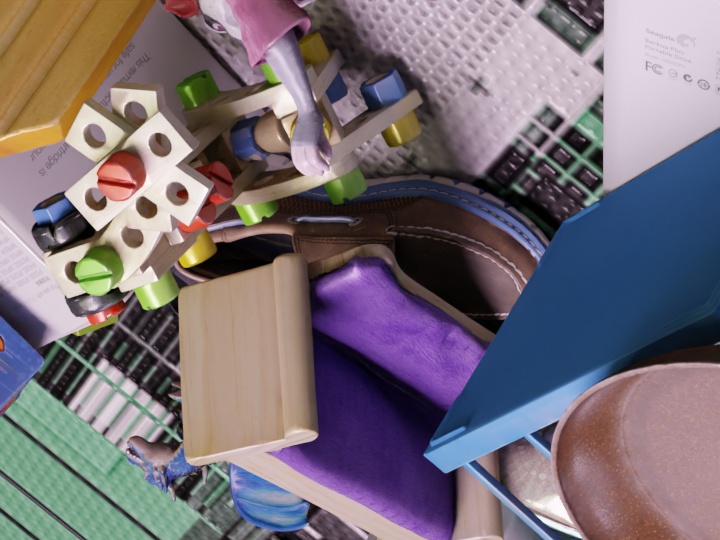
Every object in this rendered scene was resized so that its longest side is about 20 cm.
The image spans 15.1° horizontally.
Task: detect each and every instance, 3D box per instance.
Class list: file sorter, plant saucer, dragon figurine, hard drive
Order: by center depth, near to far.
[{"bbox_3d":[0.166,0.088,0.979,0.199,0.032,0.201,21,146,15],"label":"plant saucer"},{"bbox_3d":[0.149,0.033,1.072,0.123,0.139,0.200,40,147,-12],"label":"file sorter"},{"bbox_3d":[0.161,-0.049,1.107,0.131,0.025,0.201,22,143,23],"label":"hard drive"},{"bbox_3d":[-0.043,0.097,1.443,0.199,0.059,0.100,16,141,30],"label":"dragon figurine"}]

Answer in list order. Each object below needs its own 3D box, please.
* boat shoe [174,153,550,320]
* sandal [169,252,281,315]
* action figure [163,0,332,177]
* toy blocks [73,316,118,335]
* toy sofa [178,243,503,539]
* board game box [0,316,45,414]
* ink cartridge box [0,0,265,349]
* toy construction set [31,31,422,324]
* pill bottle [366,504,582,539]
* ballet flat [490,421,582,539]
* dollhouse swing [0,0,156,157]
[{"bbox_3d":[0.000,0.000,1.273,0.199,0.072,0.072,9,137,36],"label":"boat shoe"},{"bbox_3d":[-0.079,0.008,1.384,0.199,0.043,0.076,19,142,27],"label":"sandal"},{"bbox_3d":[-0.013,-0.138,1.050,0.199,0.134,0.149,-19,129,38],"label":"action figure"},{"bbox_3d":[-0.207,-0.054,1.389,0.200,0.100,0.137,22,124,48],"label":"toy blocks"},{"bbox_3d":[0.008,0.063,1.216,0.097,0.083,0.200,-13,156,24],"label":"toy sofa"},{"bbox_3d":[-0.237,-0.007,1.286,0.200,0.034,0.135,45,165,-2],"label":"board game box"},{"bbox_3d":[-0.164,-0.084,1.260,0.200,0.145,0.083,46,147,-12],"label":"ink cartridge box"},{"bbox_3d":[-0.067,-0.040,1.164,0.131,0.200,0.093,-17,93,29],"label":"toy construction set"},{"bbox_3d":[0.088,0.196,1.385,0.109,0.110,0.200,-1,134,44],"label":"pill bottle"},{"bbox_3d":[0.144,0.106,1.293,0.199,0.067,0.063,24,117,14],"label":"ballet flat"},{"bbox_3d":[-0.158,-0.183,1.110,0.199,0.176,0.182,27,146,17],"label":"dollhouse swing"}]
